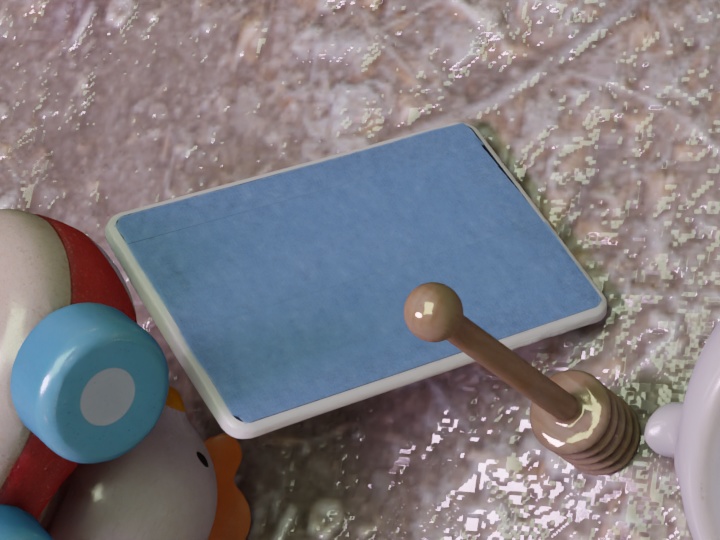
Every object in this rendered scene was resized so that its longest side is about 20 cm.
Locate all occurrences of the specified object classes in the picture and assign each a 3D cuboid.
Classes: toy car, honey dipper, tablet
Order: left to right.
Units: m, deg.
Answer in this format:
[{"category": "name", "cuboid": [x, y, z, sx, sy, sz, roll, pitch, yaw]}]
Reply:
[{"category": "toy car", "cuboid": [-0.121, 0.078, 0.951, 0.184, 0.199, 0.178, 33, 98, 48]}, {"category": "tablet", "cuboid": [0.000, 0.000, 0.947, 0.199, 0.014, 0.130, -17, 55, -28]}, {"category": "honey dipper", "cuboid": [0.066, 0.045, 0.864, 0.038, 0.200, 0.038, -8, 70, 24]}]

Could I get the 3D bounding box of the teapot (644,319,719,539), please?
[{"category": "teapot", "cuboid": [0.226, 0.060, 0.820, 0.199, 0.146, 0.198, 34, 115, 11]}]
